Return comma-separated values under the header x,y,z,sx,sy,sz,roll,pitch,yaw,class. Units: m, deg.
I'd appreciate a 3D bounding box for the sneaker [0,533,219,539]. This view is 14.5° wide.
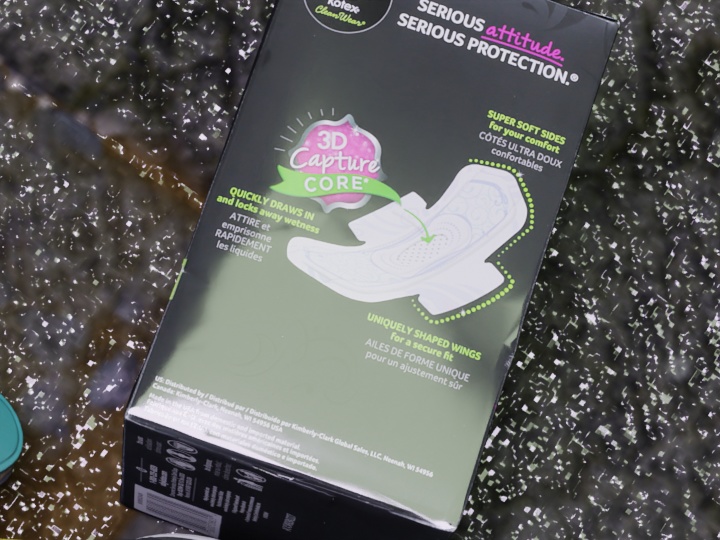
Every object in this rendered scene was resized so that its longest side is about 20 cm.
x,y,z,sx,sy,sz,roll,pitch,yaw,class
-0.122,0.129,0.994,0.199,0.085,0.075,-4,79,20,sneaker

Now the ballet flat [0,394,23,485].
x,y,z,sx,sy,sz,roll,pitch,yaw,class
-0.208,0.061,0.988,0.073,0.200,0.073,-4,83,37,ballet flat

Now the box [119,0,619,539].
x,y,z,sx,sy,sz,roll,pitch,yaw,class
0.000,0.000,1.047,0.124,0.149,0.201,20,73,0,box
